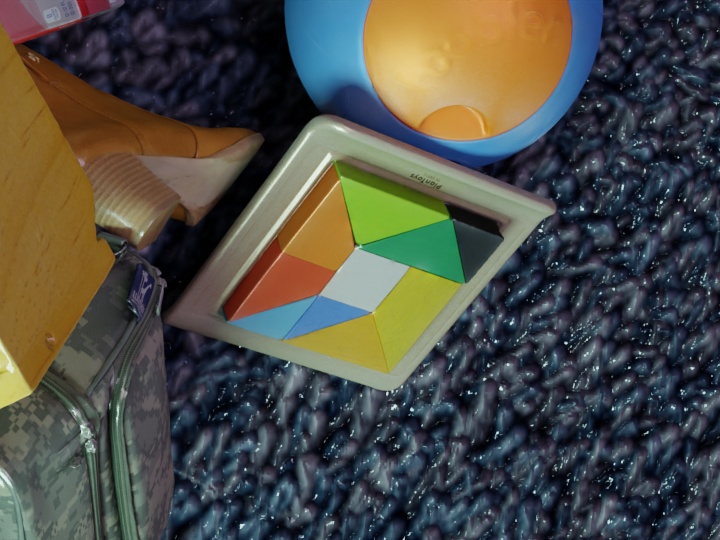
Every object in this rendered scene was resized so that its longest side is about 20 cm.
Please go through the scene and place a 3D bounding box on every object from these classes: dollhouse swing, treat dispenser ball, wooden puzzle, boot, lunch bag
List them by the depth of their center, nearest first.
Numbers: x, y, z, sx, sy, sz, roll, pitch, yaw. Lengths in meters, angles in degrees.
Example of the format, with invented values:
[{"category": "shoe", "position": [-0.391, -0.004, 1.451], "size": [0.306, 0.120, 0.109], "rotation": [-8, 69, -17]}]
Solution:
[{"category": "dollhouse swing", "position": [-0.262, -0.025, 0.995], "size": [0.201, 0.175, 0.182], "rotation": [62, 26, -23]}, {"category": "lunch bag", "position": [-0.179, 0.093, 1.132], "size": [0.168, 0.139, 0.201], "rotation": [-45, 150, -37]}, {"category": "boot", "position": [-0.148, -0.088, 1.198], "size": [0.144, 0.201, 0.071], "rotation": [39, 113, 5]}, {"category": "treat dispenser ball", "position": [0.052, -0.163, 1.249], "size": [0.200, 0.201, 0.202], "rotation": [-4, 97, -33]}, {"category": "wooden puzzle", "position": [0.000, 0.000, 1.252], "size": [0.184, 0.037, 0.200], "rotation": [19, 129, -33]}]

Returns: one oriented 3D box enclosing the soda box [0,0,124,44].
[{"category": "soda box", "position": [-0.205, -0.231, 1.126], "size": [0.063, 0.070, 0.201], "rotation": [-42, 115, -67]}]
